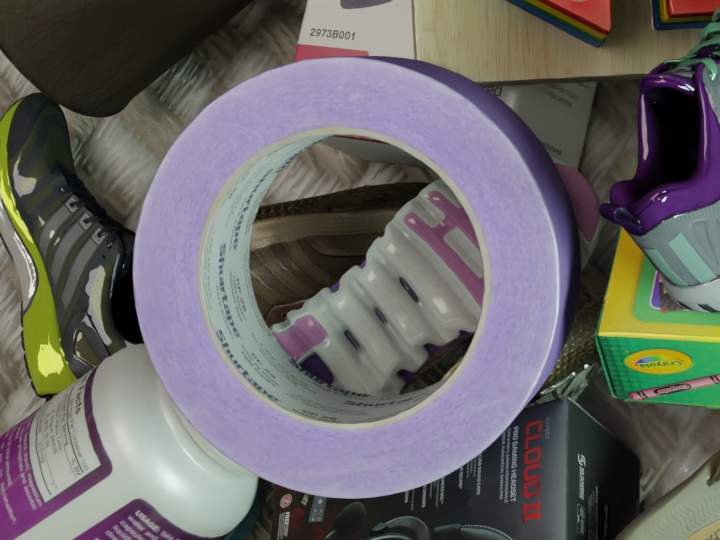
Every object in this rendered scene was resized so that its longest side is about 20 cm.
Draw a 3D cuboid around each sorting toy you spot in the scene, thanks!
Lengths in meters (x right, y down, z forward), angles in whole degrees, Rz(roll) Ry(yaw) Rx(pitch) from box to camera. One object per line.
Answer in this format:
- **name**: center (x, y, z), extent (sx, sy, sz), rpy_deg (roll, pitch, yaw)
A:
- **sorting toy**: center (0.121, -0.195, 1.026), extent (0.198, 0.070, 0.201), rpy_deg (-3, 87, -1)

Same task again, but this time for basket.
- **basket**: center (-0.112, -0.203, 1.203), extent (0.199, 0.136, 0.181), rpy_deg (-23, 106, 33)

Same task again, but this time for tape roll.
- **tape roll**: center (0.000, 0.000, 1.003), extent (0.199, 0.085, 0.201), rpy_deg (1, 96, 11)

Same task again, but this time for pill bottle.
- **pill bottle**: center (-0.125, 0.109, 1.137), extent (0.200, 0.112, 0.113), rpy_deg (-34, 63, 24)

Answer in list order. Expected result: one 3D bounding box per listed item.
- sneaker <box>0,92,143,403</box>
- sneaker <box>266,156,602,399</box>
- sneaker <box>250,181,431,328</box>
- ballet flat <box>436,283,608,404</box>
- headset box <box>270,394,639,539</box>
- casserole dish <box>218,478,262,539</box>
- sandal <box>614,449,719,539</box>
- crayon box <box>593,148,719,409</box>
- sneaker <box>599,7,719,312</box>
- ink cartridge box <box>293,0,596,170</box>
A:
- **sneaker**: center (-0.161, -0.014, 1.266), extent (0.081, 0.074, 0.201), rpy_deg (-22, 76, 22)
- **sneaker**: center (0.034, 0.011, 1.087), extent (0.200, 0.088, 0.081), rpy_deg (-36, 86, 11)
- **sneaker**: center (-0.022, 0.000, 1.175), extent (0.199, 0.070, 0.076), rpy_deg (-7, 103, 31)
- **ballet flat**: center (0.104, 0.027, 1.066), extent (0.199, 0.067, 0.046), rpy_deg (-30, 95, 22)
- **headset box**: center (0.051, 0.159, 1.046), extent (0.199, 0.077, 0.149), rpy_deg (-19, 49, 32)
- **casserole dish**: center (-0.130, 0.138, 1.225), extent (0.200, 0.039, 0.121), rpy_deg (-38, 61, 21)
- **sandal**: center (0.190, 0.089, 0.967), extent (0.200, 0.055, 0.082), rpy_deg (-35, 69, -11)
- **crayon box**: center (0.213, 0.001, 0.953), extent (0.199, 0.058, 0.119), rpy_deg (3, 55, 22)
- **sneaker**: center (0.165, -0.086, 0.918), extent (0.074, 0.087, 0.201), rpy_deg (-1, 59, 46)
- **ink cartridge box**: center (0.055, -0.156, 1.129), extent (0.144, 0.084, 0.201), rpy_deg (10, 85, 34)
